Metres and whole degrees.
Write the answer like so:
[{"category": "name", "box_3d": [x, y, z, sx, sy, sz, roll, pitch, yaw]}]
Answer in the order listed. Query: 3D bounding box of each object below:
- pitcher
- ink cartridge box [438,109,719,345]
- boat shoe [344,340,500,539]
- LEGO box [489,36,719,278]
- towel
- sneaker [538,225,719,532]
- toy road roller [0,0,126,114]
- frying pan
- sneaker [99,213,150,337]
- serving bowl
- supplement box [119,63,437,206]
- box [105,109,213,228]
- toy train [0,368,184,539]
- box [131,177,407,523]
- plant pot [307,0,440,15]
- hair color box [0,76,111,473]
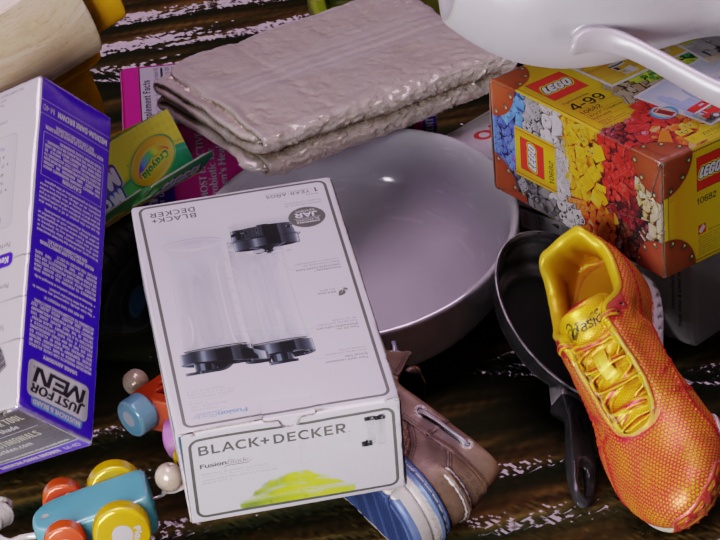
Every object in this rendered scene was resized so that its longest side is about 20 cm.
[{"category": "pitcher", "box_3d": [0.149, -0.156, 1.583, 0.199, 0.122, 0.172, 3, 44, -7]}, {"category": "ink cartridge box", "box_3d": [0.168, -0.045, 1.728, 0.200, 0.085, 0.146, 21, 38, 39]}, {"category": "boat shoe", "box_3d": [0.003, 0.079, 1.522, 0.072, 0.072, 0.200, -30, 47, -18]}, {"category": "LEGO box", "box_3d": [0.198, -0.087, 1.634, 0.199, 0.077, 0.149, -24, 36, -30]}, {"category": "towel", "box_3d": [-0.016, -0.116, 1.734, 0.199, 0.035, 0.132, -21, 35, -28]}, {"category": "sneaker", "box_3d": [0.137, 0.060, 1.505, 0.073, 0.077, 0.200, -41, 41, 18]}, {"category": "toy road roller", "box_3d": [-0.205, -0.119, 1.661, 0.123, 0.146, 0.200, -32, 24, -12]}, {"category": "frying pan", "box_3d": [0.128, 0.060, 1.581, 0.115, 0.031, 0.191, 9, 52, -38]}, {"category": "sneaker", "box_3d": [-0.183, 0.015, 1.680, 0.082, 0.074, 0.200, 9, 29, 28]}, {"category": "serving bowl", "box_3d": [0.000, 0.000, 1.672, 0.199, 0.066, 0.201, -7, 38, 5]}, {"category": "supplement box", "box_3d": [-0.051, -0.075, 1.802, 0.199, 0.102, 0.103, -6, 29, -1]}, {"category": "box", "box_3d": [-0.183, -0.036, 1.675, 0.200, 0.049, 0.117, -17, 14, 49]}, {"category": "toy train", "box_3d": [-0.116, 0.113, 1.512, 0.150, 0.056, 0.200, 2, 29, 46]}, {"category": "box", "box_3d": [-0.051, 0.038, 1.473, 0.116, 0.060, 0.200, -10, 37, -7]}, {"category": "plant pot", "box_3d": [0.067, -0.249, 2.025, 0.181, 0.200, 0.200, -4, 26, -12]}, {"category": "hair color box", "box_3d": [-0.198, 0.007, 1.525, 0.109, 0.065, 0.201, -19, 56, 34]}]
